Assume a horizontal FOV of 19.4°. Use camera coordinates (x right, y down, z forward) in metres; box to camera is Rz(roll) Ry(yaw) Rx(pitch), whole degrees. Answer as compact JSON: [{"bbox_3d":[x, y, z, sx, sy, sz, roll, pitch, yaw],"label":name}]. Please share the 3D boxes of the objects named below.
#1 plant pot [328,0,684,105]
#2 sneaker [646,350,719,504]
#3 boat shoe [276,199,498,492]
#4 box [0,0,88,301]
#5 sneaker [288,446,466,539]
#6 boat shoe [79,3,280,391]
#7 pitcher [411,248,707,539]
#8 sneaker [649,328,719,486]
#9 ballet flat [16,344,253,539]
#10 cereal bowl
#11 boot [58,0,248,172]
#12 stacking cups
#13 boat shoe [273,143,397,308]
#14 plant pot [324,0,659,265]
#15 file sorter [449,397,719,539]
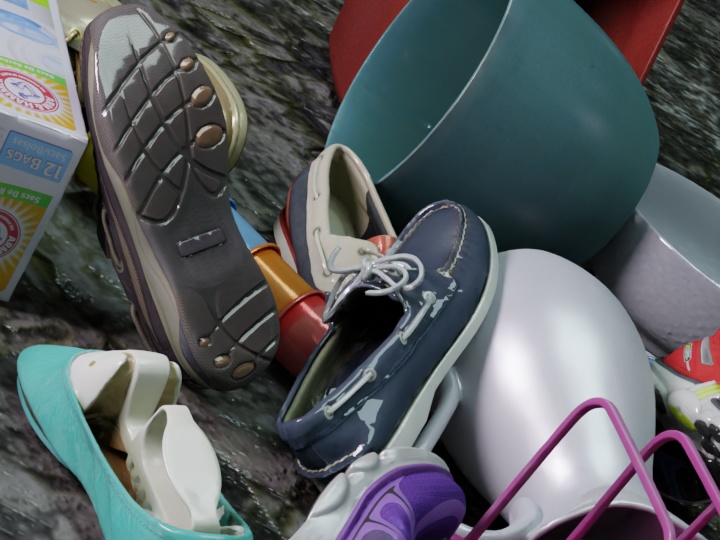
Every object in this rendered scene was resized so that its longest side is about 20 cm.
[{"bbox_3d":[0.087,-0.183,1.575,0.200,0.200,0.176,17,15,-30],"label":"plant pot"},{"bbox_3d":[0.151,0.078,1.273,0.200,0.076,0.077,45,3,31],"label":"sneaker"},{"bbox_3d":[0.011,0.028,1.092,0.062,0.075,0.200,51,50,-27],"label":"boat shoe"},{"bbox_3d":[-0.220,-0.089,1.097,0.112,0.101,0.200,20,25,-24],"label":"box"},{"bbox_3d":[0.001,0.147,0.913,0.083,0.081,0.200,29,30,14],"label":"sneaker"},{"bbox_3d":[-0.107,-0.032,1.061,0.074,0.073,0.200,-15,91,-40],"label":"boat shoe"},{"bbox_3d":[0.083,0.080,1.112,0.171,0.121,0.200,14,39,-29],"label":"pitcher"},{"bbox_3d":[0.220,0.077,1.122,0.077,0.085,0.200,60,-8,-29],"label":"sneaker"},{"bbox_3d":[-0.096,0.078,0.944,0.067,0.070,0.200,12,28,-37],"label":"ballet flat"},{"bbox_3d":[0.231,0.013,1.458,0.200,0.083,0.200,30,22,-13],"label":"cereal bowl"},{"bbox_3d":[-0.174,-0.123,1.255,0.155,0.073,0.200,7,28,-51],"label":"boot"},{"bbox_3d":[-0.076,-0.007,1.174,0.200,0.061,0.060,44,25,18],"label":"stacking cups"},{"bbox_3d":[0.000,0.000,1.237,0.071,0.063,0.200,20,26,-29],"label":"boat shoe"},{"bbox_3d":[0.097,-0.090,1.389,0.161,0.201,0.201,34,20,-21],"label":"plant pot"},{"bbox_3d":[0.161,0.167,0.975,0.200,0.125,0.139,29,22,-25],"label":"file sorter"}]
